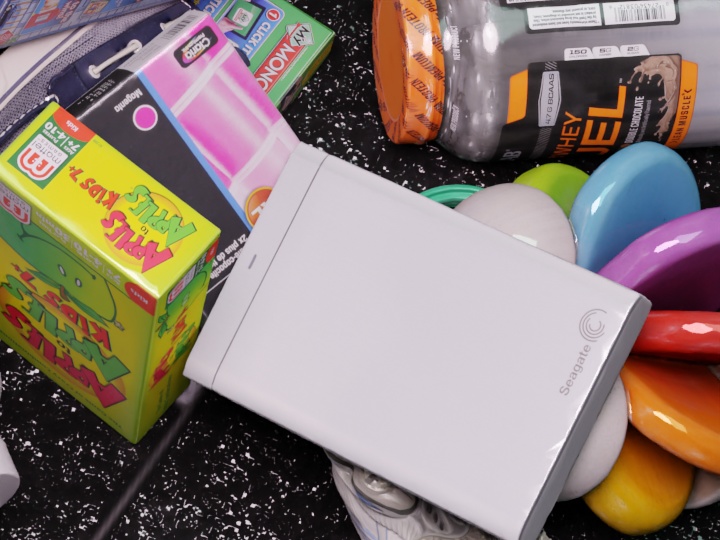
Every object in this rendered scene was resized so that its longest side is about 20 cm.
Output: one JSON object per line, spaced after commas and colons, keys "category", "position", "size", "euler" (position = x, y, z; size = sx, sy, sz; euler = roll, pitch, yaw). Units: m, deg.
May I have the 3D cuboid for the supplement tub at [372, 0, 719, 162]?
{"category": "supplement tub", "position": [0.113, -0.123, 1.370], "size": [0.199, 0.123, 0.123], "euler": [-4, 68, -10]}

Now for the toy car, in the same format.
{"category": "toy car", "position": [0.145, 0.024, 1.270], "size": [0.175, 0.150, 0.200], "euler": [7, 59, -47]}

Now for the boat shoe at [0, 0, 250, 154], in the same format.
{"category": "boat shoe", "position": [-0.139, -0.080, 1.297], "size": [0.093, 0.075, 0.200], "euler": [38, 55, 5]}

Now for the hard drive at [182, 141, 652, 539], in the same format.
{"category": "hard drive", "position": [0.024, 0.034, 1.219], "size": [0.200, 0.027, 0.132], "euler": [25, 86, 26]}

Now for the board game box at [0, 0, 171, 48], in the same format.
{"category": "board game box", "position": [-0.139, -0.211, 1.310], "size": [0.200, 0.062, 0.200], "euler": [-5, 59, -39]}

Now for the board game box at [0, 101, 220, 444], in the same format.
{"category": "board game box", "position": [-0.130, 0.006, 1.234], "size": [0.102, 0.200, 0.048], "euler": [37, 67, 8]}

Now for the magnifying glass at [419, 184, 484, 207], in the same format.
{"category": "magnifying glass", "position": [0.000, 0.000, 1.358], "size": [0.200, 0.022, 0.080], "euler": [-7, 69, -14]}

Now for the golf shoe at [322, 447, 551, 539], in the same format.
{"category": "golf shoe", "position": [0.048, 0.149, 1.249], "size": [0.078, 0.097, 0.200], "euler": [-21, 61, -14]}

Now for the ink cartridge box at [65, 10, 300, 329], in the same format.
{"category": "ink cartridge box", "position": [-0.062, -0.026, 1.285], "size": [0.095, 0.037, 0.200], "euler": [-40, 112, -13]}

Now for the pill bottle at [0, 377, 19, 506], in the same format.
{"category": "pill bottle", "position": [-0.249, 0.037, 1.252], "size": [0.112, 0.112, 0.200], "euler": [-23, 72, -17]}

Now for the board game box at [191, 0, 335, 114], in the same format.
{"category": "board game box", "position": [-0.124, -0.090, 1.372], "size": [0.134, 0.029, 0.200], "euler": [34, 66, 6]}
